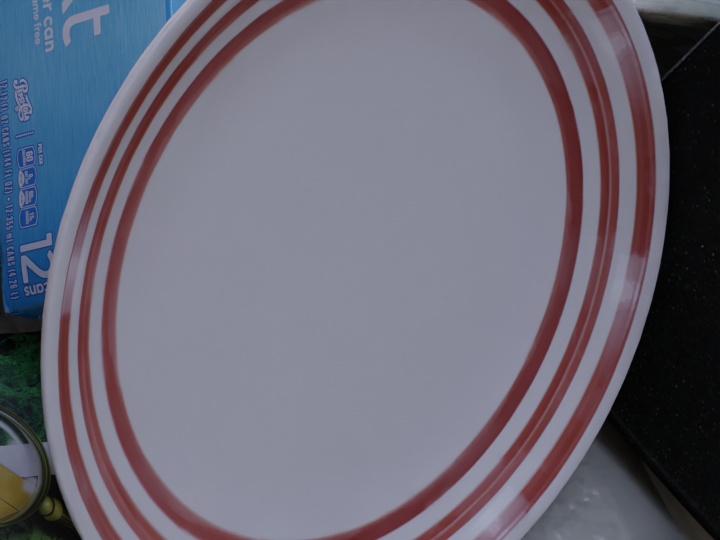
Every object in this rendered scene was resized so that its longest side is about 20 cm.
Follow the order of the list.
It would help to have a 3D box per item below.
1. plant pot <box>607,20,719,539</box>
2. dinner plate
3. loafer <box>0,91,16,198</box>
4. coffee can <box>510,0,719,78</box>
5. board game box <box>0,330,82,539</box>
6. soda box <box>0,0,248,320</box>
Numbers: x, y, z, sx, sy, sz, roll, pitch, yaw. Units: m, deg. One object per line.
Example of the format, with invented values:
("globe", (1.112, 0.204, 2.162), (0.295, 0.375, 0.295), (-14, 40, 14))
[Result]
("plant pot", (0.191, 0.008, 0.786), (0.199, 0.200, 0.178), (-13, 70, -36))
("dinner plate", (0.000, 0.000, 0.701), (0.200, 0.201, 0.024), (-14, 25, -36))
("loafer", (-0.130, -0.085, 0.798), (0.063, 0.072, 0.200), (16, 40, -42))
("coffee can", (0.049, -0.161, 0.802), (0.146, 0.146, 0.201), (3, 85, -24))
("board game box", (-0.154, 0.064, 0.667), (0.199, 0.023, 0.105), (-4, 49, -30))
("soda box", (-0.053, -0.087, 0.744), (0.068, 0.064, 0.201), (11, 72, -53))
